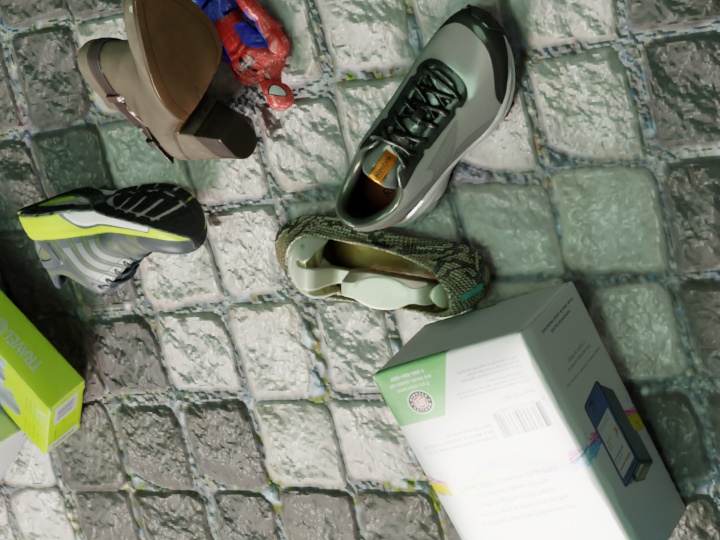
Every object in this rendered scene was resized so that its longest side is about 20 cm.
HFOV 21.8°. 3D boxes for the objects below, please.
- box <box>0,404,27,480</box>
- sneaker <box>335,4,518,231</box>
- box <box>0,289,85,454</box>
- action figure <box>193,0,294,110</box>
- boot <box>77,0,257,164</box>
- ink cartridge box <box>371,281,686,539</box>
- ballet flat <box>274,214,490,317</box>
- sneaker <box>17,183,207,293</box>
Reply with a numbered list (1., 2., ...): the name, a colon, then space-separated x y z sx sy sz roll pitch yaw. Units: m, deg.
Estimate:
1. box: -0.420 0.128 1.745 0.200 0.106 0.152 46 128 11
2. sneaker: 0.046 -0.100 1.340 0.074 0.079 0.201 42 126 16
3. box: -0.326 0.060 1.661 0.200 0.048 0.122 46 156 10
4. action figure: -0.114 -0.204 1.432 0.065 0.052 0.200 -40 86 35
5. boot: -0.164 -0.153 1.425 0.146 0.070 0.200 22 152 41
6. ink cartridge box: 0.124 0.127 1.360 0.145 0.087 0.201 -19 103 39
7. ballet flat: 0.000 0.000 1.415 0.199 0.075 0.068 10 118 32
8. sneaker: -0.199 -0.024 1.558 0.199 0.074 0.081 3 117 42
